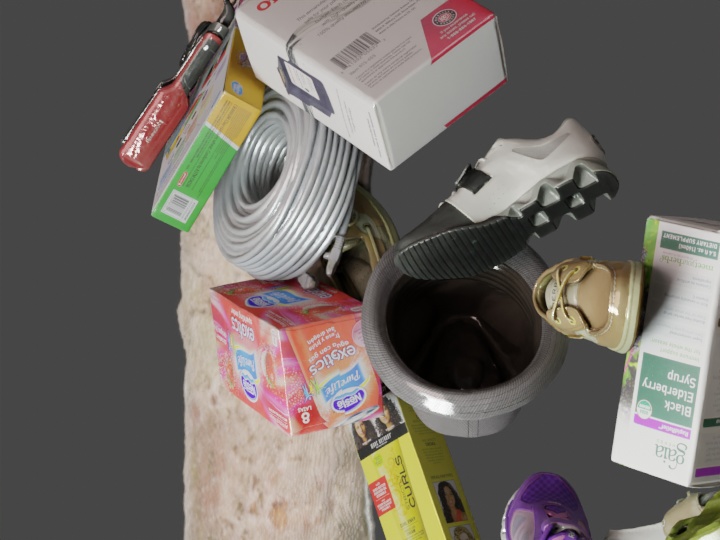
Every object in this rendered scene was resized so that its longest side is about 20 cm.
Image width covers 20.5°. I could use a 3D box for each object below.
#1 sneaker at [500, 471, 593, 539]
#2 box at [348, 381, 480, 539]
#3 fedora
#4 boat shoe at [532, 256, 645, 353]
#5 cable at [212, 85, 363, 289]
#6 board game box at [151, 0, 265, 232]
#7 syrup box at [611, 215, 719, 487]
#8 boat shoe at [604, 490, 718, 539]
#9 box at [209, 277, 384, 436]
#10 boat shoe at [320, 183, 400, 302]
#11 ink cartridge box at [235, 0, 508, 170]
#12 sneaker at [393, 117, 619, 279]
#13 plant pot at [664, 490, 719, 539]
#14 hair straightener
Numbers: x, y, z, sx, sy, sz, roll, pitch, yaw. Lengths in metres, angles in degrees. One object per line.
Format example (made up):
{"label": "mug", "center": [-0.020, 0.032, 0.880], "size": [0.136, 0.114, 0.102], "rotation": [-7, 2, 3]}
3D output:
{"label": "sneaker", "center": [0.159, 0.228, 1.615], "size": [0.201, 0.080, 0.089], "rotation": [-82, 4, -53]}
{"label": "box", "center": [0.051, 0.201, 1.795], "size": [0.075, 0.050, 0.201], "rotation": [-33, 69, 40]}
{"label": "fedora", "center": [0.089, 0.065, 1.709], "size": [0.091, 0.175, 0.201], "rotation": [87, 172, -47]}
{"label": "boat shoe", "center": [0.179, 0.025, 1.582], "size": [0.200, 0.066, 0.075], "rotation": [144, 135, -83]}
{"label": "cable", "center": [-0.071, -0.090, 1.856], "size": [0.200, 0.069, 0.202], "rotation": [9, 82, 60]}
{"label": "board game box", "center": [-0.139, -0.152, 1.900], "size": [0.153, 0.040, 0.201], "rotation": [-56, 17, 30]}
{"label": "syrup box", "center": [0.264, 0.063, 1.566], "size": [0.078, 0.081, 0.202], "rotation": [15, 100, 44]}
{"label": "boat shoe", "center": [0.276, 0.209, 1.569], "size": [0.199, 0.074, 0.069], "rotation": [-4, 76, 42]}
{"label": "box", "center": [-0.060, 0.073, 1.813], "size": [0.200, 0.094, 0.104], "rotation": [-153, 55, -65]}
{"label": "boat shoe", "center": [-0.001, 0.002, 1.832], "size": [0.073, 0.063, 0.202], "rotation": [-39, 63, 38]}
{"label": "ink cartridge box", "center": [0.008, -0.198, 1.756], "size": [0.200, 0.144, 0.085], "rotation": [37, 155, 38]}
{"label": "sneaker", "center": [0.114, -0.062, 1.687], "size": [0.199, 0.074, 0.089], "rotation": [-25, 55, 6]}
{"label": "plant pot", "center": [0.314, 0.239, 1.404], "size": [0.200, 0.200, 0.191], "rotation": [-32, 88, 39]}
{"label": "hair straightener", "center": [-0.174, -0.194, 1.929], "size": [0.201, 0.041, 0.077], "rotation": [-60, 15, 16]}
